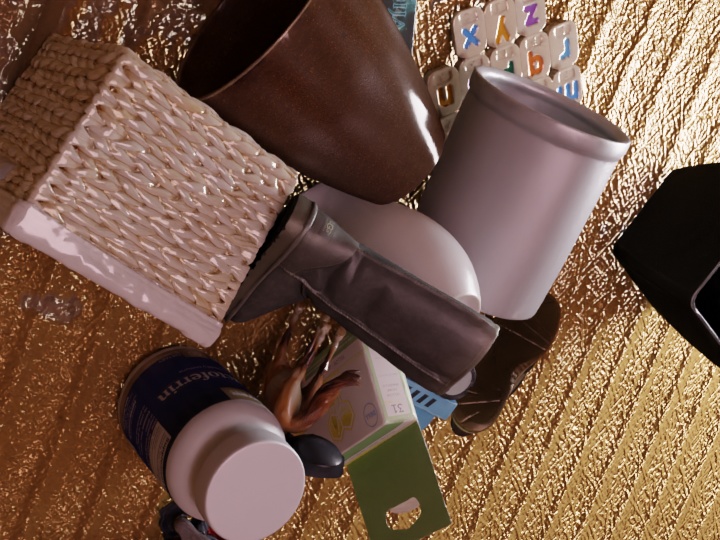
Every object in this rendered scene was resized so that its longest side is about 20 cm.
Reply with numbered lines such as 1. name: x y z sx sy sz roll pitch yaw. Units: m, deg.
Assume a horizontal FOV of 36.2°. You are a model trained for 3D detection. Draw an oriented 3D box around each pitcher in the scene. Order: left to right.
1. pitcher: 0.000 0.000 1.022 0.171 0.200 0.122 -31 147 -19

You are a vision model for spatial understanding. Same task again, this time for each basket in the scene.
1. basket: -0.193 -0.071 0.886 0.199 0.198 0.162 33 85 -36

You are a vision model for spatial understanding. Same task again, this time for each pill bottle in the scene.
1. pill bottle: -0.136 0.156 1.001 0.115 0.200 0.117 -12 114 -29

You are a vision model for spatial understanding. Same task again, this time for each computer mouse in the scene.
1. computer mouse: -0.059 0.168 1.067 0.058 0.200 0.034 9 87 -17

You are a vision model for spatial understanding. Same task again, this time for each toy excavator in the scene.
1. toy excavator: 0.039 0.152 1.190 0.194 0.100 0.201 31 103 -35

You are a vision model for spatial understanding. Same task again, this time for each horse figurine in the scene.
1. horse figurine: -0.058 0.105 1.049 0.050 0.200 0.134 23 91 -17

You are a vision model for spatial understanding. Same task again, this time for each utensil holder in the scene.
1. utensil holder: 0.148 -0.077 1.101 0.169 0.170 0.201 10 116 -35

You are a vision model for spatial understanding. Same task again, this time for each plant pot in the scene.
1. plant pot: -0.023 -0.154 0.947 0.200 0.187 0.188 41 84 -30
2. plant pot: 0.426 -0.012 1.314 0.200 0.177 0.200 -50 125 -6

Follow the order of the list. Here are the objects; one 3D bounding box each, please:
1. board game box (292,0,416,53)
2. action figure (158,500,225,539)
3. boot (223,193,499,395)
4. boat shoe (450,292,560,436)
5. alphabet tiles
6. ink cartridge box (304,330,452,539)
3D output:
1. board game box: -0.010 -0.215 1.050 0.134 0.028 0.202 -6 110 -31
2. action figure: -0.179 0.336 1.103 0.192 0.105 0.202 -24 114 -10
3. boot: -0.007 0.038 0.928 0.199 0.182 0.073 31 54 -15
4. boat shoe: 0.158 0.103 1.257 0.073 0.065 0.200 40 64 2
5. alphabet tiles: 0.154 -0.193 1.172 0.199 0.015 0.198 -24 119 -23
6. ink cartridge box: 0.005 0.170 1.074 0.048 0.145 0.202 -2 66 -33
